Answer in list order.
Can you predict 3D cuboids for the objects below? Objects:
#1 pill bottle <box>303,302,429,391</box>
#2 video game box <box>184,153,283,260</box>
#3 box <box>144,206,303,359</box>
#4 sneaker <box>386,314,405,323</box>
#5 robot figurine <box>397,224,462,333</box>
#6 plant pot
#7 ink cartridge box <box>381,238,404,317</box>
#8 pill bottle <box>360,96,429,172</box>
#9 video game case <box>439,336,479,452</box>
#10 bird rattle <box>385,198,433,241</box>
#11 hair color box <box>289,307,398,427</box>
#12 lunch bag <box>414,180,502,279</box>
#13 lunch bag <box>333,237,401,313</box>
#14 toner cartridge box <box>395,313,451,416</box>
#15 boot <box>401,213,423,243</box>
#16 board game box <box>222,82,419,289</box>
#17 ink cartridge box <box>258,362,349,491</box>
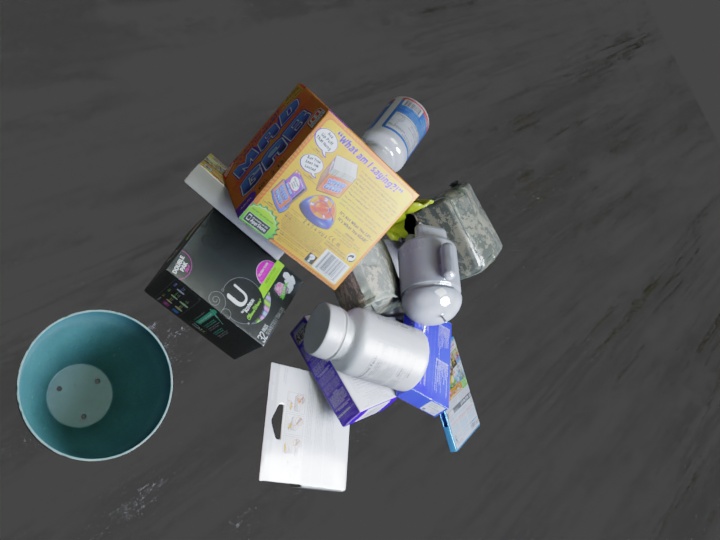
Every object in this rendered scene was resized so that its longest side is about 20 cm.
[{"bbox_3d":[0.009,0.128,1.095,0.199,0.114,0.115,22,62,-27],"label":"pill bottle"},{"bbox_3d":[-0.208,-0.117,1.124,0.200,0.182,0.047,41,95,-16],"label":"video game box"},{"bbox_3d":[-0.229,0.026,1.082,0.200,0.124,0.149,41,54,-16],"label":"box"},{"bbox_3d":[0.066,0.153,1.278,0.199,0.075,0.115,-5,74,-39],"label":"sneaker"},{"bbox_3d":[0.127,0.016,1.187,0.112,0.170,0.202,7,61,-18],"label":"robot figurine"},{"bbox_3d":[-0.387,0.170,0.911,0.199,0.134,0.202,13,66,-32],"label":"plant pot"},{"bbox_3d":[0.091,0.019,1.377,0.199,0.050,0.163,4,70,-54],"label":"ink cartridge box"},{"bbox_3d":[0.065,-0.285,1.411,0.112,0.112,0.201,45,55,-14],"label":"pill bottle"},{"bbox_3d":[0.189,0.252,1.326,0.143,0.018,0.202,-19,93,-59],"label":"video game case"},{"bbox_3d":[0.045,-0.154,1.265,0.113,0.200,0.163,-43,126,-1],"label":"bird rattle"},{"bbox_3d":[-0.031,0.171,1.165,0.109,0.065,0.201,-9,61,-48],"label":"hair color box"},{"bbox_3d":[0.227,-0.091,1.441,0.167,0.139,0.201,-35,98,-45],"label":"lunch bag"},{"bbox_3d":[0.000,0.000,1.199,0.200,0.117,0.165,32,35,-75],"label":"lunch bag"},{"bbox_3d":[0.123,0.167,1.217,0.095,0.043,0.201,32,42,-21],"label":"toner cartridge box"},{"bbox_3d":[0.129,-0.019,1.317,0.146,0.070,0.201,56,12,-52],"label":"boot"},{"bbox_3d":[-0.070,-0.137,1.015,0.200,0.200,0.200,38,99,-30],"label":"board game box"},{"bbox_3d":[-0.101,0.279,1.135,0.175,0.045,0.202,18,63,-31],"label":"ink cartridge box"}]
